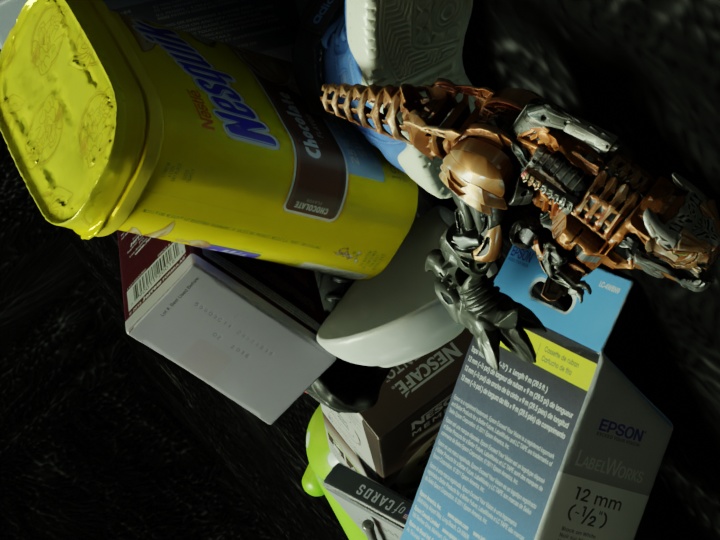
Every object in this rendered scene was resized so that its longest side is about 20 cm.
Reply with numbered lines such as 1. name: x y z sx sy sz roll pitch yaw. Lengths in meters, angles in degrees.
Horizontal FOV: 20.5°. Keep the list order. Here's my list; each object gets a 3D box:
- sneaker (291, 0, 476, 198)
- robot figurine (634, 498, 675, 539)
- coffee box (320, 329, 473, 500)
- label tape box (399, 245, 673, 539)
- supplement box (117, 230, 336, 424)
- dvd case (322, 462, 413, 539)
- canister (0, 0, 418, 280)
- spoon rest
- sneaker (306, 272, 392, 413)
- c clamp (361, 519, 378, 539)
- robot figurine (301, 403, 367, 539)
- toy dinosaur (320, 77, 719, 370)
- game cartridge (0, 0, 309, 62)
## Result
1. sneaker: 0.004 -0.124 1.014 0.111 0.077 0.200 38 168 29
2. robot figurine: 0.137 0.193 1.234 0.200 0.125 0.150 57 163 -10
3. coffee box: 0.037 0.090 1.395 0.080 0.113 0.200 51 168 21
4. label tape box: 0.103 0.093 1.094 0.066 0.200 0.143 19 -177 -25
5. supplement box: -0.085 -0.011 1.164 0.109 0.061 0.200 35 -160 -27
6. dvd case: 0.070 0.217 1.408 0.150 0.025 0.200 24 159 37
7. canister: -0.081 -0.070 1.079 0.200 0.087 0.149 12 -149 -38
8. spoon rest: 0.032 0.005 1.133 0.061 0.099 0.200 65 -163 -6
9. sneaker: 0.000 0.000 1.224 0.098 0.071 0.201 -123 41 -61
10. c clamp: 0.078 0.264 1.406 0.200 0.027 0.171 39 168 16
11. robot figurine: 0.028 0.171 1.654 0.175 0.116 0.200 24 147 52
12. toy dinosaur: 0.075 -0.042 0.914 0.200 0.102 0.136 49 161 30
13. game cartridge: -0.104 -0.151 1.117 0.133 0.200 0.042 76 -178 -55
